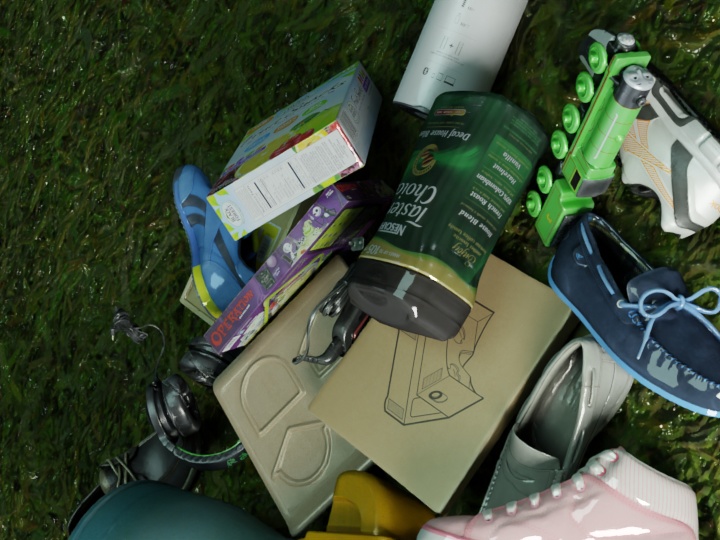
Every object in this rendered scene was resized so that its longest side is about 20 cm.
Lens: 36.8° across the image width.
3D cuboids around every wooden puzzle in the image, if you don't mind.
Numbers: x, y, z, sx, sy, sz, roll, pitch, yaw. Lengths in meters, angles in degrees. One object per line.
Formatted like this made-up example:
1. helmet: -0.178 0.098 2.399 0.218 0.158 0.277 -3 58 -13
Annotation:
1. wooden puzzle: -0.033 0.114 1.000 0.185 0.046 0.201 -45 51 13

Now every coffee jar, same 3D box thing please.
1. coffee jar: 0.070 -0.044 0.890 0.104 0.085 0.201 12 73 52

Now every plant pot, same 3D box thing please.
1. plant pot: -0.136 0.295 0.959 0.187 0.199 0.202 -3 74 36

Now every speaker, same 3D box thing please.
1. speaker: 0.103 -0.229 0.978 0.081 0.081 0.202 25 94 46

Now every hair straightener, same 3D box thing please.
1. hair straightener: 0.000 0.000 0.953 0.041 0.077 0.200 26 71 46

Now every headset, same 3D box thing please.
1. headset: -0.176 0.111 1.099 0.200 0.094 0.124 37 76 30

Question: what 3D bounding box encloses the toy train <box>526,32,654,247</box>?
1. toy train: 0.173 -0.092 0.824 0.201 0.041 0.057 105 151 -52

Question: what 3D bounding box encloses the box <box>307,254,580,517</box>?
1. box: 0.068 0.077 0.902 0.163 0.021 0.201 32 83 39

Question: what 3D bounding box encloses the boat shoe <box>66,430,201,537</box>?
1. boat shoe: -0.244 0.234 1.158 0.201 0.073 0.075 -52 47 17

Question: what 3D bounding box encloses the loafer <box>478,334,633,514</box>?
1. loafer: 0.135 0.139 0.825 0.070 0.069 0.201 32 98 45

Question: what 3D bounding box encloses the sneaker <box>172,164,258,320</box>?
1. sneaker: -0.143 -0.042 1.134 0.078 0.066 0.201 -28 52 10

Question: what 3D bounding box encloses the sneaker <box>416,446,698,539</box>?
1. sneaker: 0.143 0.174 0.771 0.198 0.075 0.106 6 74 15

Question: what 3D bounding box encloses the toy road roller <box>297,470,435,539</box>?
1. toy road roller: 0.031 0.240 0.861 0.199 0.123 0.147 -9 58 42

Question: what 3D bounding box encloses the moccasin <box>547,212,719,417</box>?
1. moccasin: 0.204 0.026 0.784 0.200 0.080 0.069 45 128 42

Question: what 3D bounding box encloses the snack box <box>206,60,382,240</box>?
1. snack box: -0.057 -0.118 1.020 0.141 0.053 0.200 -27 19 18

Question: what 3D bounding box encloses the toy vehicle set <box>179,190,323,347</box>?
1. toy vehicle set: -0.115 -0.031 1.159 0.124 0.026 0.202 30 98 46

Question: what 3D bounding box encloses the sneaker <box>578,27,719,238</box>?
1. sneaker: 0.216 -0.109 0.832 0.080 0.073 0.201 -47 48 24

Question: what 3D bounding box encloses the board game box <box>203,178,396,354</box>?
1. board game box: -0.056 -0.005 1.031 0.032 0.120 0.200 48 111 16
